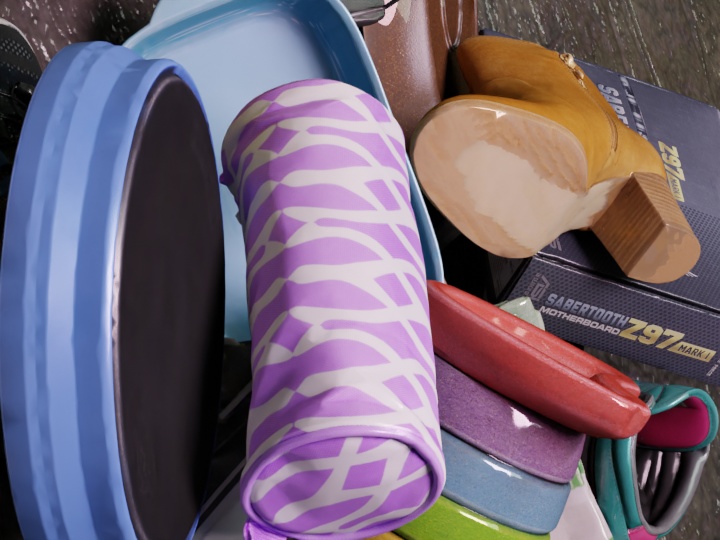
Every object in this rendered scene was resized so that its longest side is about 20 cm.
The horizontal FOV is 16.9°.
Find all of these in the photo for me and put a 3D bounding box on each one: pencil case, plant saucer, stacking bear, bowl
[{"bbox_3d":[-0.017,0.014,0.969,0.084,0.085,0.200,45,27,-40],"label":"pencil case"},{"bbox_3d":[0.034,-0.140,1.254,0.200,0.032,0.201,-2,90,-77],"label":"plant saucer"},{"bbox_3d":[0.029,0.117,1.064,0.114,0.200,0.121,28,6,0],"label":"stacking bear"},{"bbox_3d":[-0.085,0.017,0.886,0.201,0.039,0.201,1,90,-82],"label":"bowl"}]

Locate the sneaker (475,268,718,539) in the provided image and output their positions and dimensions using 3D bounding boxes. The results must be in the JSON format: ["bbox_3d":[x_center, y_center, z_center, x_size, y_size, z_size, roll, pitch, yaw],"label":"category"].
[{"bbox_3d":[0.128,0.066,1.293,0.084,0.121,0.201,24,57,-53],"label":"sneaker"}]

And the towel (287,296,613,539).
[{"bbox_3d":[0.047,0.130,1.136,0.152,0.023,0.200,-24,104,-16],"label":"towel"}]

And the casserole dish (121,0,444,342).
[{"bbox_3d":[-0.040,-0.037,1.091,0.039,0.121,0.200,-160,-132,-76],"label":"casserole dish"}]

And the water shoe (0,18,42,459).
[{"bbox_3d":[-0.131,-0.015,0.945,0.071,0.079,0.201,36,47,-47],"label":"water shoe"}]

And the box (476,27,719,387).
[{"bbox_3d":[0.135,-0.035,1.304,0.157,0.051,0.200,18,37,-20],"label":"box"}]

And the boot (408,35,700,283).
[{"bbox_3d":[0.073,-0.070,1.187,0.201,0.071,0.144,22,26,-41],"label":"boot"}]

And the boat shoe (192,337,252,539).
[{"bbox_3d":[-0.052,0.060,1.011,0.071,0.072,0.200,41,53,-4],"label":"boat shoe"}]

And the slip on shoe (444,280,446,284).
[{"bbox_3d":[0.000,0.000,1.154,0.061,0.076,0.201,-5,77,-71],"label":"slip on shoe"}]

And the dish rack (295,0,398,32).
[{"bbox_3d":[0.019,-0.201,1.076,0.054,0.200,0.154,-1,78,-26],"label":"dish rack"}]

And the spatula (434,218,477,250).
[{"bbox_3d":[0.034,-0.007,1.270,0.057,0.021,0.200,59,34,-17],"label":"spatula"}]
